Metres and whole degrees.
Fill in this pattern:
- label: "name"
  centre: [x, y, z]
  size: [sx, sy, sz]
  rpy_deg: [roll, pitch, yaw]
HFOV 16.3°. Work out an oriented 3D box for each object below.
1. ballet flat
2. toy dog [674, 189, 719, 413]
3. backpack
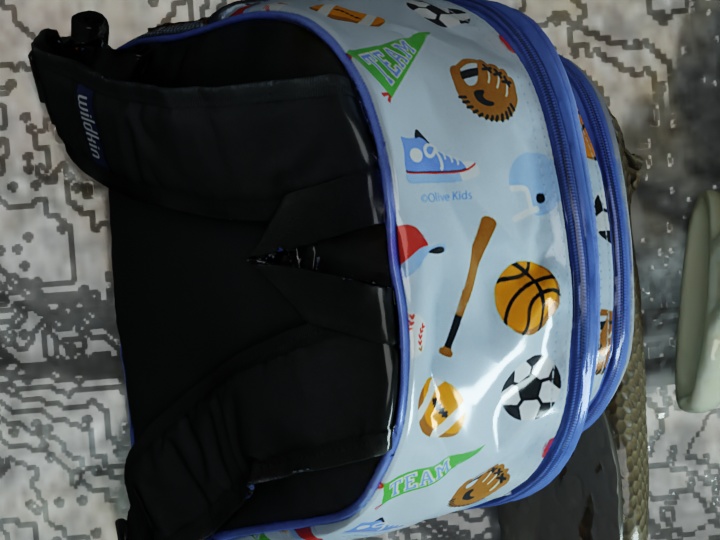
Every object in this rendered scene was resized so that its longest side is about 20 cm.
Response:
- label: "ballet flat"
  centre: [0.079, 0.037, 0.861]
  size: [0.046, 0.067, 0.200]
  rpy_deg: [-3, 88, -39]
- label: "toy dog"
  centre: [0.220, -0.019, 0.849]
  size: [0.200, 0.140, 0.194]
  rpy_deg: [12, 53, -5]
- label: "backpack"
  centre: [0.000, 0.000, 0.781]
  size: [0.154, 0.190, 0.200]
  rpy_deg: [-12, 92, -23]
